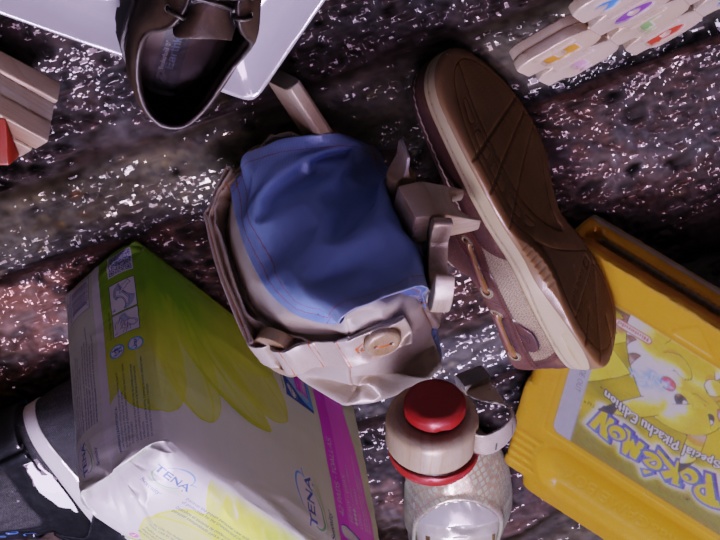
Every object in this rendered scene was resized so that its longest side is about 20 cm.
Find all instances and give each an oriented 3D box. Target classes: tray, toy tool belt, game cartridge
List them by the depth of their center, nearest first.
[{"bbox_3d":[-0.112,-0.153,1.315,0.199,0.022,0.107,18,130,-27],"label":"tray"},{"bbox_3d":[0.000,0.000,1.370,0.124,0.200,0.123,-20,139,-19],"label":"toy tool belt"},{"bbox_3d":[0.172,0.088,1.530,0.176,0.032,0.201,32,136,19],"label":"game cartridge"}]

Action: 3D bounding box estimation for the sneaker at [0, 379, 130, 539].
[{"bbox_3d":[-0.154,0.141,1.578,0.111,0.073,0.201,-17,127,11],"label":"sneaker"}]

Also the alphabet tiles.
[{"bbox_3d":[0.164,-0.144,1.301,0.199,0.015,0.196,-30,171,13],"label":"alphabet tiles"}]

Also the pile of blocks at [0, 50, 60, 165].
[{"bbox_3d":[-0.217,-0.100,1.298,0.082,0.062,0.200,-8,146,22],"label":"pile of blocks"}]

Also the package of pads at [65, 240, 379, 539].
[{"bbox_3d":[-0.073,0.099,1.483,0.068,0.155,0.200,-33,131,22],"label":"package of pads"}]

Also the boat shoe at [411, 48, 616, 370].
[{"bbox_3d":[0.065,-0.025,1.440,0.072,0.072,0.200,-10,128,31],"label":"boat shoe"}]

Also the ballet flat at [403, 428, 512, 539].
[{"bbox_3d":[0.059,0.175,1.651,0.067,0.063,0.201,-5,135,-6],"label":"ballet flat"}]

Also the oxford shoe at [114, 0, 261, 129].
[{"bbox_3d":[-0.062,-0.147,1.257,0.072,0.085,0.201,5,132,-14],"label":"oxford shoe"}]
